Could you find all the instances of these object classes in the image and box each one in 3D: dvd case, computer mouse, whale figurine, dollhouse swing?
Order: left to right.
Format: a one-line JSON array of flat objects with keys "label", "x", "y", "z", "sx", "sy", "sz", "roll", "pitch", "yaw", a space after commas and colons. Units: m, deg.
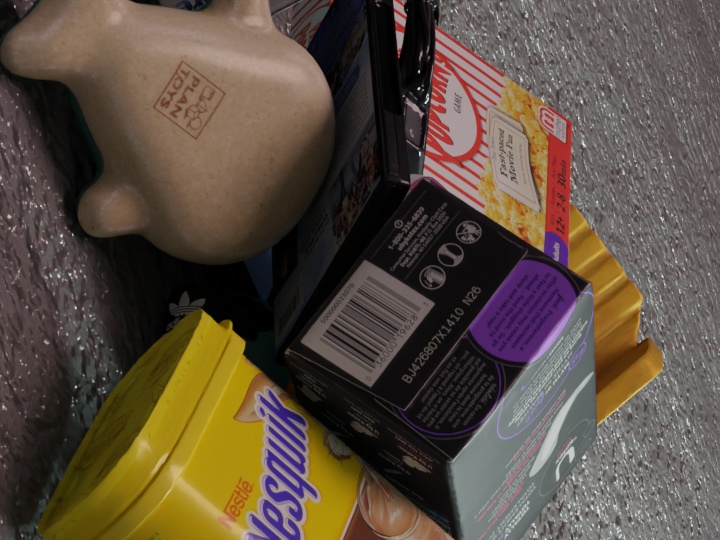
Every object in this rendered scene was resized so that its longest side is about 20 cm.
[{"label": "whale figurine", "x": -0.107, "y": -0.090, "z": 1.371, "sx": 0.200, "sy": 0.104, "sz": 0.159, "roll": 36, "pitch": 82, "yaw": -36}, {"label": "dvd case", "x": -0.014, "y": -0.064, "z": 1.434, "sx": 0.017, "sy": 0.143, "sz": 0.200, "roll": 17, "pitch": 40, "yaw": -18}, {"label": "computer mouse", "x": 0.018, "y": -0.098, "z": 1.502, "sx": 0.200, "sy": 0.046, "sz": 0.141, "roll": 95, "pitch": 1, "yaw": -53}, {"label": "dollhouse swing", "x": 0.100, "y": 0.015, "z": 1.693, "sx": 0.200, "sy": 0.182, "sz": 0.176, "roll": 52, "pitch": -14, "yaw": -1}]

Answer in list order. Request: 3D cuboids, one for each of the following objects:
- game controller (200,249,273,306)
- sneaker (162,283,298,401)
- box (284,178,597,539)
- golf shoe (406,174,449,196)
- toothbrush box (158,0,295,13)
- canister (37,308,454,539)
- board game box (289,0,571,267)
[{"label": "game controller", "x": -0.073, "y": -0.041, "z": 1.520, "sx": 0.104, "sy": 0.042, "sz": 0.200, "roll": -77, "pitch": 149, "yaw": -54}, {"label": "sneaker", "x": -0.051, "y": 0.055, "z": 1.472, "sx": 0.200, "sy": 0.071, "sz": 0.080, "roll": 28, "pitch": 56, "yaw": -66}, {"label": "box", "x": 0.046, "y": 0.064, "z": 1.368, "sx": 0.122, "sy": 0.106, "sz": 0.200, "roll": -50, "pitch": 159, "yaw": -18}, {"label": "golf shoe", "x": 0.000, "y": 0.000, "z": 1.459, "sx": 0.075, "sy": 0.091, "sz": 0.200, "roll": -41, "pitch": 163, "yaw": -27}, {"label": "toothbrush box", "x": -0.086, "y": -0.236, "z": 1.479, "sx": 0.201, "sy": 0.086, "sz": 0.146, "roll": 65, "pitch": 19, "yaw": -5}, {"label": "canister", "x": -0.040, "y": 0.134, "z": 1.275, "sx": 0.200, "sy": 0.087, "sz": 0.149, "roll": 42, "pitch": 34, "yaw": -12}, {"label": "board game box", "x": 0.042, "y": -0.082, "z": 1.641, "sx": 0.200, "sy": 0.046, "sz": 0.152, "roll": 33, "pitch": 38, "yaw": -24}]
